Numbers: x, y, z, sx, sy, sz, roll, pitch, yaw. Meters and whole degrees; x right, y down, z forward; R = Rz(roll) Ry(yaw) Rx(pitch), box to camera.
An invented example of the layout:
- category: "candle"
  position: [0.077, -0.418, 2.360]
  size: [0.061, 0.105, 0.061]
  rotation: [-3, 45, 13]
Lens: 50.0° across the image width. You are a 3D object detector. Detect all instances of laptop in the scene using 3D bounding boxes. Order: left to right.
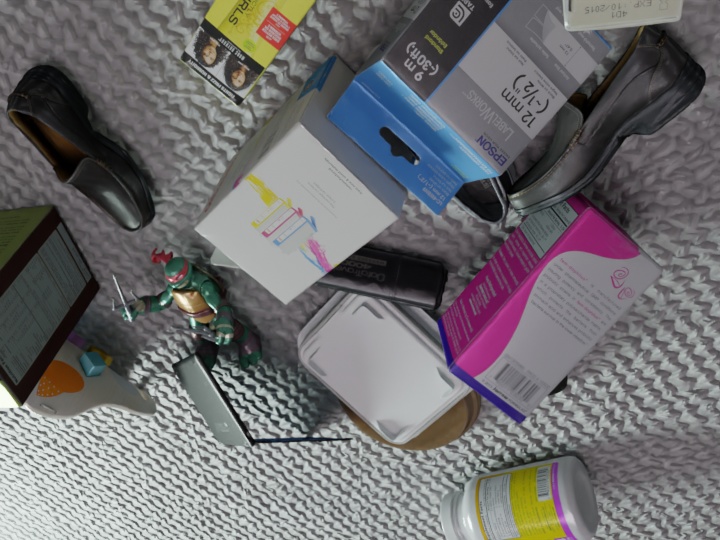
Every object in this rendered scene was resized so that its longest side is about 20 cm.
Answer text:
- category: "laptop"
  position: [-0.135, 0.171, 1.007]
  size: [0.203, 0.115, 0.187]
  rotation: [58, 155, -3]

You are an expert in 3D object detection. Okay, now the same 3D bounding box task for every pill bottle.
- category: "pill bottle"
  position: [0.208, 0.319, 1.032]
  size: [0.197, 0.105, 0.105]
  rotation: [-21, 122, 30]

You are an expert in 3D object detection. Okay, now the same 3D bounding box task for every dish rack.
- category: "dish rack"
  position: [0.027, 0.115, 0.921]
  size: [0.199, 0.044, 0.172]
  rotation: [42, 122, -5]

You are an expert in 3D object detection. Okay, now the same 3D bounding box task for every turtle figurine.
- category: "turtle figurine"
  position: [-0.198, 0.048, 0.925]
  size: [0.147, 0.102, 0.201]
  rotation: [13, 152, 29]

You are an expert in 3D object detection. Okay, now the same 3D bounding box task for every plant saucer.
- category: "plant saucer"
  position: [0.058, 0.168, 1.001]
  size: [0.194, 0.030, 0.204]
  rotation: [9, 131, 10]

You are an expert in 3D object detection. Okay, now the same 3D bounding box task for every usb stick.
- category: "usb stick"
  position: [0.000, 0.000, 0.861]
  size: [0.194, 0.057, 0.033]
  rotation: [12, 167, 6]

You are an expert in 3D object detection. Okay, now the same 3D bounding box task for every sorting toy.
- category: "sorting toy"
  position: [-0.371, 0.152, 1.057]
  size: [0.178, 0.109, 0.198]
  rotation: [31, 167, -30]

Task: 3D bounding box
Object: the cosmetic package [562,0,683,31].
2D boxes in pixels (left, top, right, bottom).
- category: "cosmetic package"
  position: [0.168, -0.249, 0.501]
  size: [0.069, 0.202, 0.107]
  rotation: [0, 129, 17]

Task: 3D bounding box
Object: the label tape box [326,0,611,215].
- category: "label tape box"
  position: [0.086, -0.157, 0.642]
  size: [0.142, 0.066, 0.201]
  rotation: [38, 100, -18]

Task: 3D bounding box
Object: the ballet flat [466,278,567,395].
- category: "ballet flat"
  position: [0.174, 0.093, 0.876]
  size: [0.067, 0.069, 0.201]
  rotation: [-24, 120, 31]

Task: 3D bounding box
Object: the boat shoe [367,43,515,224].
- category: "boat shoe"
  position: [0.075, -0.123, 0.723]
  size: [0.071, 0.069, 0.200]
  rotation: [-27, 118, 33]

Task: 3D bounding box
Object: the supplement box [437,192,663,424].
- category: "supplement box"
  position: [0.177, 0.028, 0.754]
  size: [0.100, 0.104, 0.201]
  rotation: [35, 108, -15]

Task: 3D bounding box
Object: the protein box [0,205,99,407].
- category: "protein box"
  position: [-0.464, 0.044, 0.930]
  size: [0.193, 0.202, 0.137]
  rotation: [-4, 129, 18]

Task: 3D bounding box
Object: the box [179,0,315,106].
- category: "box"
  position: [-0.080, -0.242, 0.680]
  size: [0.075, 0.051, 0.199]
  rotation: [37, 129, -15]

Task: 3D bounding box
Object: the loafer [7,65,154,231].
- category: "loafer"
  position: [-0.300, -0.114, 0.826]
  size: [0.072, 0.073, 0.201]
  rotation: [-20, 122, 28]

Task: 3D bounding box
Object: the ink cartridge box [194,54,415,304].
- category: "ink cartridge box"
  position: [-0.059, -0.078, 0.760]
  size: [0.125, 0.130, 0.199]
  rotation: [40, 129, -19]

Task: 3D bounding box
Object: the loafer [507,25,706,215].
- category: "loafer"
  position: [0.200, -0.130, 0.684]
  size: [0.072, 0.073, 0.199]
  rotation: [42, 117, -12]
